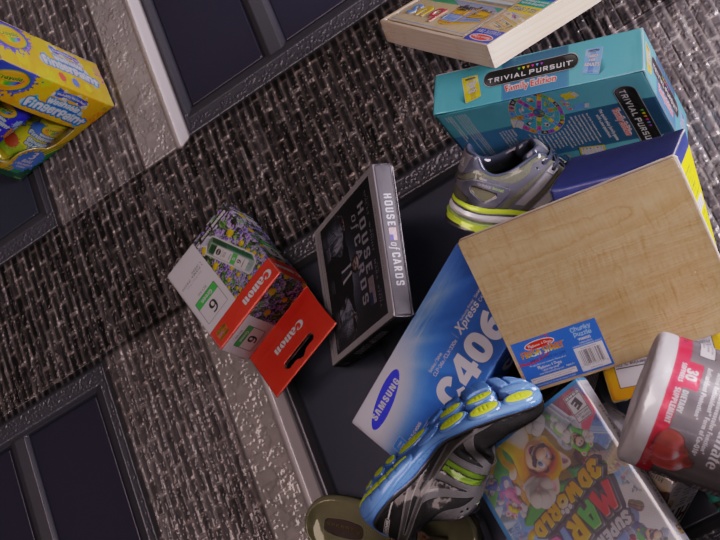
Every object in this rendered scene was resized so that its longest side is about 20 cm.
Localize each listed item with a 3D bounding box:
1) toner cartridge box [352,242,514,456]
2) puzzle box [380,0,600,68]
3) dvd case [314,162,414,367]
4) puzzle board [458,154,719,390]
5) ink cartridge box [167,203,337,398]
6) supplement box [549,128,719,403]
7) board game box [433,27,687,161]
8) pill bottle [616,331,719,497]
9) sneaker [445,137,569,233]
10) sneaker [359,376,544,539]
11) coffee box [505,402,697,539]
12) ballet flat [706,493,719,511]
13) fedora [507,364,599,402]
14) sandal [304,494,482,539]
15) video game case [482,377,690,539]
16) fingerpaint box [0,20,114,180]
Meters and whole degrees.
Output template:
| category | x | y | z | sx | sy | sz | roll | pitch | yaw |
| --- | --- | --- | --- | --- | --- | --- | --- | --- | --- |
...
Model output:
| category | x | y | z | sx | sy | sz | roll | pitch | yaw |
| --- | --- | --- | --- | --- | --- | --- | --- | --- | --- |
| toner cartridge box | 0.082 | 0.084 | 1.176 | 0.095 | 0.043 | 0.201 | 36 | 105 | 27 |
| puzzle box | 0.120 | -0.252 | 1.245 | 0.133 | 0.026 | 0.200 | -35 | 30 | -17 |
| dvd case | 0.000 | 0.000 | 1.275 | 0.200 | 0.025 | 0.152 | 135 | 130 | -65 |
| puzzle board | 0.199 | 0.007 | 1.071 | 0.199 | 0.017 | 0.152 | -21 | 102 | 26 |
| ink cartridge box | -0.119 | 0.029 | 1.370 | 0.109 | 0.050 | 0.200 | -51 | 49 | 11 |
| supplement box | 0.251 | -0.004 | 1.118 | 0.108 | 0.110 | 0.202 | -13 | 104 | 24 |
| board game box | 0.189 | -0.146 | 1.200 | 0.198 | 0.151 | 0.047 | -9 | 62 | 26 |
| pill bottle | 0.313 | 0.132 | 1.014 | 0.198 | 0.111 | 0.112 | 19 | 90 | 10 |
| sneaker | 0.179 | -0.081 | 1.193 | 0.198 | 0.074 | 0.082 | -4 | 118 | -9 |
| sneaker | 0.087 | 0.167 | 1.122 | 0.083 | 0.071 | 0.200 | 42 | 109 | -10 |
| coffee box | 0.203 | 0.235 | 1.138 | 0.113 | 0.080 | 0.201 | 34 | 109 | 31 |
| ballet flat | 0.381 | 0.145 | 1.090 | 0.199 | 0.067 | 0.071 | -23 | 78 | 24 |
| fedora | 0.154 | 0.071 | 1.213 | 0.175 | 0.090 | 0.202 | -4 | 86 | 29 |
| sandal | 0.026 | 0.266 | 1.264 | 0.199 | 0.057 | 0.081 | 1 | 81 | 28 |
| video game case | 0.190 | 0.214 | 1.087 | 0.143 | 0.018 | 0.201 | -43 | 65 | 28 |
| fingerpaint box | -0.420 | -0.198 | 1.510 | 0.166 | 0.200 | 0.074 | -34 | 68 | 18 |
